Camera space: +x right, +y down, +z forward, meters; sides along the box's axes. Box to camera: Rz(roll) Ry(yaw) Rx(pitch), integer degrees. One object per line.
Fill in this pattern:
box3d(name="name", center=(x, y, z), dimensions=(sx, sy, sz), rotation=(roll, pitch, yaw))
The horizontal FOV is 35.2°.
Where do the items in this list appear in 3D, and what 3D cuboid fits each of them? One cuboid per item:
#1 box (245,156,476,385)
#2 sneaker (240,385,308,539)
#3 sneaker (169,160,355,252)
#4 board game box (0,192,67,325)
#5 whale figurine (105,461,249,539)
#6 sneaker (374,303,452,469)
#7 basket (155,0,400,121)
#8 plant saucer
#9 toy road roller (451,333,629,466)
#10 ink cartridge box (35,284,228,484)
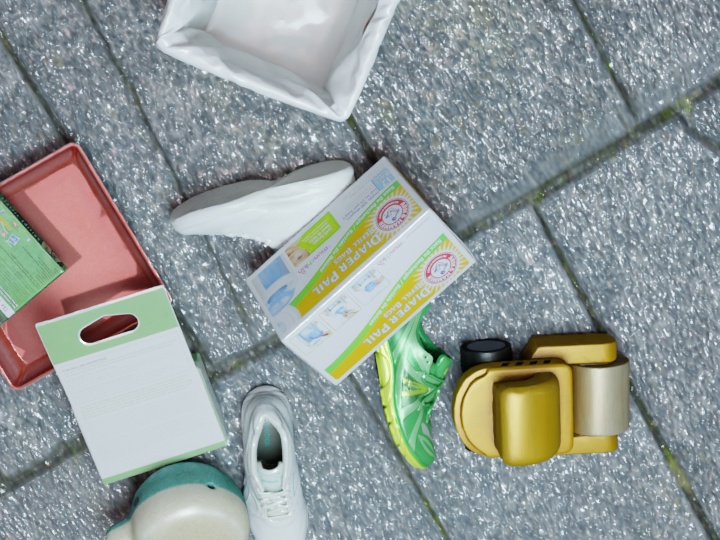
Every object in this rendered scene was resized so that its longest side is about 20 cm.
box3d(name="box", center=(0.000, 0.000, 1.170), dimensions=(0.200, 0.113, 0.101), rotation=(-42, 133, 4))
box3d(name="sneaker", center=(-0.099, 0.232, 1.240), dimensions=(0.070, 0.080, 0.201), rotation=(-8, 102, -3))
box3d(name="sneaker", center=(-0.097, -0.051, 1.197), dimensions=(0.199, 0.075, 0.089), rotation=(-12, 112, -2))
box3d(name="board game box", center=(-0.407, -0.043, 1.167), dimensions=(0.105, 0.023, 0.200), rotation=(-39, 99, 2))
box3d(name="whale figurine", center=(-0.204, 0.291, 1.246), dimensions=(0.159, 0.104, 0.200), rotation=(15, 124, -25))
box3d(name="sneaker", center=(0.062, 0.121, 1.230), dimensions=(0.083, 0.074, 0.201), rotation=(-9, 100, 3))
box3d(name="basket", center=(-0.069, -0.271, 1.109), dimensions=(0.200, 0.161, 0.199), rotation=(21, 98, -6))
box3d(name="plant saucer", center=(-0.332, -0.005, 1.207), dimensions=(0.200, 0.037, 0.200), rotation=(-29, 100, 2))
box3d(name="toy road roller", center=(0.197, 0.145, 1.204), dimensions=(0.199, 0.146, 0.123), rotation=(-3, 101, -2))
box3d(name="ink cartridge box", center=(-0.241, 0.118, 1.213), dimensions=(0.145, 0.048, 0.200), rotation=(-17, 109, 1))
